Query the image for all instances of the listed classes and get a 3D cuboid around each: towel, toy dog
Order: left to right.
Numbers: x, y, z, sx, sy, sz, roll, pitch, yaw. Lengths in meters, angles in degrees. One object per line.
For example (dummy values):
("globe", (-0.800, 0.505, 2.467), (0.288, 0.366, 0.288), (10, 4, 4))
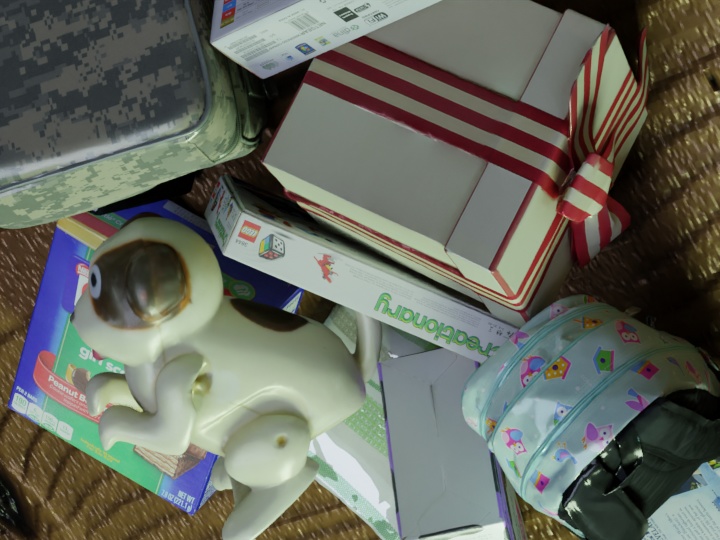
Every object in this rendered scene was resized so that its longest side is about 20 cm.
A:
("toy dog", (-0.102, 0.054, 1.772), (0.194, 0.140, 0.200), (-40, 110, 16))
("towel", (0.021, 0.095, 1.891), (0.149, 0.031, 0.200), (38, 131, 3))

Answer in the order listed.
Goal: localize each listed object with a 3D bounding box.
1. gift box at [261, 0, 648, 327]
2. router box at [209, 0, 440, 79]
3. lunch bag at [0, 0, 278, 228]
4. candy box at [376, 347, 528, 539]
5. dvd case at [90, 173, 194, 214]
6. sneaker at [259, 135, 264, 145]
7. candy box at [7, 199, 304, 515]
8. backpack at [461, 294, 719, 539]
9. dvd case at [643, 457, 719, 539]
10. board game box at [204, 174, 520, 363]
("gift box", (0.076, -0.090, 1.619), (0.186, 0.185, 0.200), (26, 88, 17))
("router box", (0.006, -0.227, 1.570), (0.200, 0.180, 0.049), (-20, 142, 38))
("lunch bag", (-0.165, -0.103, 1.662), (0.200, 0.168, 0.140), (-17, 74, 11))
("candy box", (0.071, 0.178, 1.790), (0.071, 0.168, 0.200), (-13, 132, 5))
("dvd case", (-0.231, -0.086, 1.845), (0.200, 0.143, 0.018), (22, 106, 18))
("sneaker", (-0.156, -0.139, 1.826), (0.200, 0.078, 0.091), (10, 116, 18))
("candy box", (-0.149, 0.053, 1.934), (0.169, 0.077, 0.200), (29, 128, 10))
("backpack", (0.148, 0.097, 1.680), (0.127, 0.200, 0.167), (39, 95, 20))
("dvd case", (0.247, 0.166, 1.809), (0.200, 0.018, 0.143), (-29, 102, 39))
("board game box", (0.000, 0.000, 1.739), (0.200, 0.126, 0.035), (23, 98, -12))
